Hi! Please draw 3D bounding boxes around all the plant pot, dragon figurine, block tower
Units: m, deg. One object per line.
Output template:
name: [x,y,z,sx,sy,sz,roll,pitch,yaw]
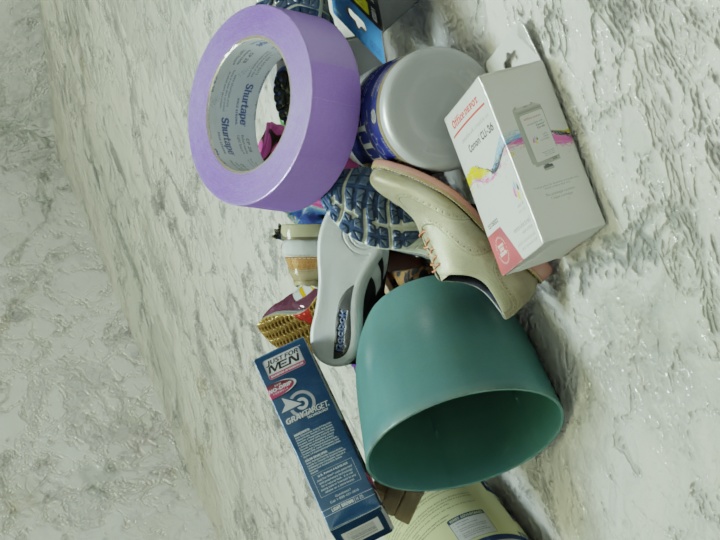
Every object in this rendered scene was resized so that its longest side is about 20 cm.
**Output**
plant pot: [0.086,0.103,1.596,0.201,0.200,0.161,100,160,-55]
dragon figurine: [-0.047,-0.051,1.899,0.099,0.059,0.200,26,143,6]
block tower: [0.072,0.175,1.711,0.054,0.200,0.058,27,135,6]

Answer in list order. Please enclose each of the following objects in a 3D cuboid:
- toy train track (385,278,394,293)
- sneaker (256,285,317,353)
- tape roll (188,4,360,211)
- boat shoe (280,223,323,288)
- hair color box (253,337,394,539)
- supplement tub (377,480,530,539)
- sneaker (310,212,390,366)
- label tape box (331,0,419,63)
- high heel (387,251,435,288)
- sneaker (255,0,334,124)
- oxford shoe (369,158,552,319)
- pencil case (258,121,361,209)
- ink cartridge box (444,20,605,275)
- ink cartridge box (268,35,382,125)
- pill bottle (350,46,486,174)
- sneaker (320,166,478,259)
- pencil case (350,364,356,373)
toy train track: [0.026,0.071,1.798,0.115,0.032,0.200,60,158,7]
sneaker: [-0.043,0.038,1.911,0.075,0.090,0.200,47,141,-16]
tape roll: [-0.089,-0.161,1.593,0.200,0.066,0.201,-8,79,48]
boat shoe: [-0.047,-0.014,1.757,0.200,0.075,0.069,3,-94,-75]
hair color box: [-0.037,0.178,1.627,0.100,0.060,0.200,70,174,-66]
supplement tub: [0.106,0.308,1.779,0.200,0.145,0.145,-128,28,-51]
sneaker: [0.000,0.000,1.684,0.112,0.073,0.200,2,-77,-72]
label tape box: [0.010,-0.332,1.630,0.144,0.063,0.200,-127,20,-49]
high heel: [0.060,-0.019,1.770,0.200,0.071,0.143,59,152,31]
sneaker: [-0.059,-0.247,1.699,0.085,0.077,0.201,-13,-80,-67]
oxford shoe: [0.082,-0.032,1.509,0.200,0.074,0.071,35,175,11]
pencil case: [-0.021,-0.090,1.718,0.091,0.200,0.094,107,180,-65]
ink cartridge box: [0.137,-0.109,1.433,0.116,0.067,0.200,132,120,-70]
ink cartridge box: [-0.033,-0.192,1.859,0.200,0.084,0.145,-170,66,-72]
pill bottle: [0.047,-0.151,1.589,0.200,0.119,0.120,178,77,-73]
sneaker: [0.054,-0.042,1.593,0.085,0.200,0.077,87,-156,-81]
pencil case: [-0.003,0.036,1.972,0.092,0.085,0.200,-45,57,30]
